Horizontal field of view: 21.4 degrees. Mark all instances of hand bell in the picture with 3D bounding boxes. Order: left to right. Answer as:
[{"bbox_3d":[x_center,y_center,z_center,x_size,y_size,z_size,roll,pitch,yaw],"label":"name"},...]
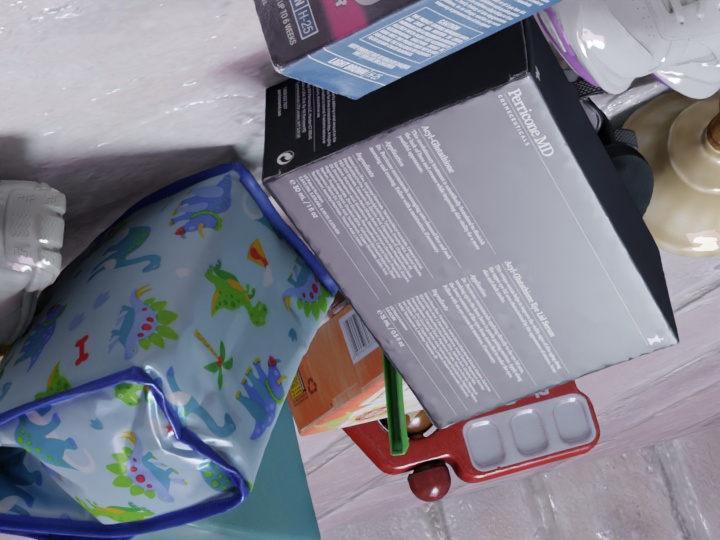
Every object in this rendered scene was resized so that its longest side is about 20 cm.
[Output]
[{"bbox_3d":[0.204,-0.077,1.045,0.104,0.104,0.200,-16,170,-4],"label":"hand bell"}]

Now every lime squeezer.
[{"bbox_3d":[0.000,0.000,1.074,0.038,0.200,0.071,-2,-155,37],"label":"lime squeezer"}]

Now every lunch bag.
[{"bbox_3d":[-0.133,0.057,1.042,0.200,0.127,0.170,-17,-147,33],"label":"lunch bag"}]

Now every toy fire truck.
[{"bbox_3d":[0.072,0.086,1.471,0.200,0.168,0.112,-15,167,-12],"label":"toy fire truck"}]

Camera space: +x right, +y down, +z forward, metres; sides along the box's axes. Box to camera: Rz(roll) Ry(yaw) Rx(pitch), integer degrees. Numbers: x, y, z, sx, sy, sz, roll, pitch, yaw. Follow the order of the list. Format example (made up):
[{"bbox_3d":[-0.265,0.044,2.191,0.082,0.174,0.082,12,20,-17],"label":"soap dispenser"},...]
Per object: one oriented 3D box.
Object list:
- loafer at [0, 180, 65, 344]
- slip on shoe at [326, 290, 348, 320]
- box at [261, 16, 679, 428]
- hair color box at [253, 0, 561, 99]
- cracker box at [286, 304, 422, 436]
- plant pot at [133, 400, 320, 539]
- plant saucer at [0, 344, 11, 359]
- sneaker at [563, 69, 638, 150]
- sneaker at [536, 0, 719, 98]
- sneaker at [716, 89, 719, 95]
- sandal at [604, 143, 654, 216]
[{"bbox_3d":[-0.198,-0.006,0.979,0.070,0.070,0.200,7,162,-15],"label":"loafer"},{"bbox_3d":[0.062,-0.025,1.249,0.200,0.076,0.061,-34,-157,25],"label":"slip on shoe"},{"bbox_3d":[0.059,-0.026,0.962,0.141,0.079,0.200,-19,131,18],"label":"box"},{"bbox_3d":[0.053,-0.144,0.628,0.200,0.100,0.061,-24,165,24],"label":"hair color box"},{"bbox_3d":[0.064,0.043,1.217,0.200,0.058,0.134,-9,162,-35],"label":"cracker box"},{"bbox_3d":[-0.161,0.187,1.648,0.141,0.141,0.200,-24,158,28],"label":"plant pot"},{"bbox_3d":[-0.292,0.066,1.178,0.200,0.048,0.200,-27,164,36],"label":"plant saucer"},{"bbox_3d":[0.090,-0.058,1.090,0.140,0.078,0.200,-13,167,-14],"label":"sneaker"},{"bbox_3d":[0.148,-0.135,0.898,0.100,0.075,0.200,-38,164,29],"label":"sneaker"},{"bbox_3d":[0.214,-0.052,1.256,0.121,0.084,0.200,-26,158,15],"label":"sneaker"},{"bbox_3d":[0.130,0.006,1.092,0.075,0.048,0.200,-19,145,-25],"label":"sandal"}]
